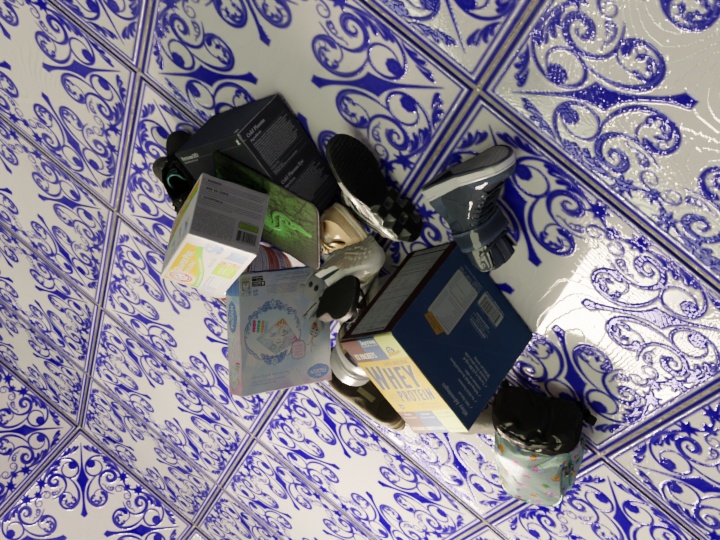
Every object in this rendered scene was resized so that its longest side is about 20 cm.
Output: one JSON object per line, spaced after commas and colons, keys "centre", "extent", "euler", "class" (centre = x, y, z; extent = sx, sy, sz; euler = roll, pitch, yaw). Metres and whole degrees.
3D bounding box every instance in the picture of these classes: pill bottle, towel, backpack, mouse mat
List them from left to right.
{"centre": [-0.214, -0.001, 1.866], "extent": [0.111, 0.114, 0.199], "euler": [14, 177, 37], "class": "pill bottle"}
{"centre": [-0.143, -0.090, 1.656], "extent": [0.199, 0.008, 0.162], "euler": [30, 149, 19], "class": "mouse mat"}
{"centre": [0.025, 0.106, 1.775], "extent": [0.111, 0.111, 0.200], "euler": [39, 135, 2], "class": "pill bottle"}
{"centre": [0.166, 0.263, 1.872], "extent": [0.131, 0.035, 0.199], "euler": [13, 167, -35], "class": "towel"}
{"centre": [0.286, 0.287, 1.743], "extent": [0.165, 0.127, 0.201], "euler": [19, 147, 26], "class": "backpack"}

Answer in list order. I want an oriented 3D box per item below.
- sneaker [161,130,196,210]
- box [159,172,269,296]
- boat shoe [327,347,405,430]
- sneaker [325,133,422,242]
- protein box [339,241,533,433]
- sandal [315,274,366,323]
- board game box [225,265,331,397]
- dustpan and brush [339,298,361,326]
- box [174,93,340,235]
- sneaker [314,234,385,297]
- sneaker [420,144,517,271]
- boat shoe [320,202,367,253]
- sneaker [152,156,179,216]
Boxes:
{"centre": [-0.291, -0.166, 1.787], "extent": [0.079, 0.075, 0.201], "euler": [36, -156, -51], "class": "sneaker"}
{"centre": [-0.228, -0.050, 1.661], "extent": [0.111, 0.103, 0.200], "euler": [17, 155, -16], "class": "box"}
{"centre": [0.004, 0.217, 1.906], "extent": [0.200, 0.072, 0.076], "euler": [44, 171, 32], "class": "boat shoe"}
{"centre": [0.001, -0.114, 1.596], "extent": [0.088, 0.074, 0.201], "euler": [-1, 134, 54], "class": "sneaker"}
{"centre": [0.116, 0.102, 1.620], "extent": [0.199, 0.200, 0.134], "euler": [51, 149, -17], "class": "protein box"}
{"centre": [-0.022, 0.051, 1.718], "extent": [0.047, 0.076, 0.200], "euler": [21, 172, -13], "class": "sandal"}
{"centre": [-0.136, 0.098, 1.827], "extent": [0.043, 0.198, 0.202], "euler": [2, 96, 47], "class": "board game box"}
{"centre": [0.009, 0.126, 1.913], "extent": [0.139, 0.057, 0.201], "euler": [32, 149, 14], "class": "dustpan and brush"}
{"centre": [-0.161, -0.159, 1.695], "extent": [0.199, 0.104, 0.183], "euler": [-5, 129, 51], "class": "box"}
{"centre": [0.000, 0.000, 1.754], "extent": [0.081, 0.076, 0.200], "euler": [47, 160, -11], "class": "sneaker"}
{"centre": [0.174, -0.079, 1.428], "extent": [0.147, 0.077, 0.202], "euler": [57, 158, -6], "class": "sneaker"}
{"centre": [-0.049, -0.058, 1.676], "extent": [0.074, 0.069, 0.200], "euler": [49, 169, -14], "class": "boat shoe"}
{"centre": [-0.300, -0.121, 1.915], "extent": [0.200, 0.079, 0.075], "euler": [41, 152, 3], "class": "sneaker"}
